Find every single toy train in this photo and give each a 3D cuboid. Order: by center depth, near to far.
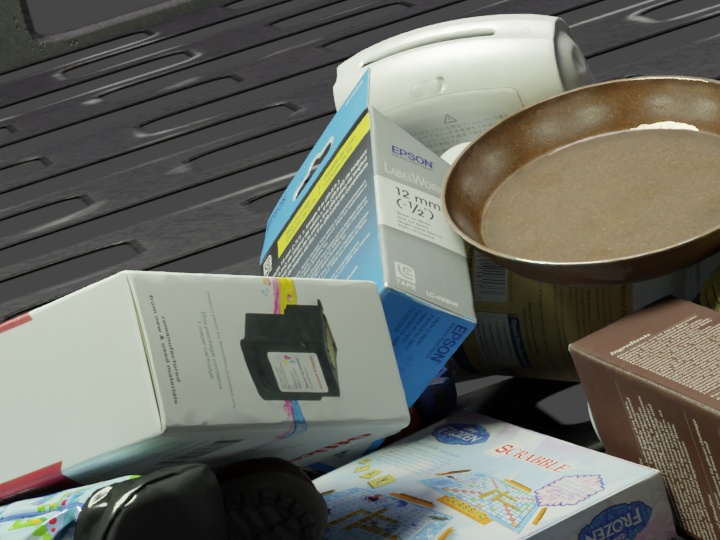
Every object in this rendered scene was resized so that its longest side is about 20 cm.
[{"bbox_3d":[0.013,0.099,1.535,0.046,0.034,0.200,-3,20,27],"label":"toy train"}]

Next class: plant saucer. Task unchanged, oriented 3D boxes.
[{"bbox_3d":[0.146,-0.046,1.423,0.200,0.035,0.200,-11,30,6],"label":"plant saucer"}]

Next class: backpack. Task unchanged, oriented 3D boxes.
[{"bbox_3d":[-0.155,0.178,1.194,0.153,0.164,0.200,-9,3,-34],"label":"backpack"}]

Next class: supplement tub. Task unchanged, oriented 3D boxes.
[{"bbox_3d":[0.144,-0.003,1.529,0.200,0.145,0.145,4,22,23],"label":"supplement tub"}]

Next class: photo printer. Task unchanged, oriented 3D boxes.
[{"bbox_3d":[0.084,-0.081,1.637,0.166,0.200,0.070,-11,46,22],"label":"photo printer"}]

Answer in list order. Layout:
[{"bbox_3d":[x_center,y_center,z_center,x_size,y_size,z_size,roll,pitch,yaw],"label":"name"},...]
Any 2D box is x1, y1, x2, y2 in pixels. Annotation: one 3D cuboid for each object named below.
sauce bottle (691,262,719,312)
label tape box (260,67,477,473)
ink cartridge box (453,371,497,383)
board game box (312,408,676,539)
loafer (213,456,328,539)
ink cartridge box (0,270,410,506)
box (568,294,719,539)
[{"bbox_3d":[0.217,0.020,1.376,0.065,0.065,0.200,-31,-20,-44],"label":"sauce bottle"},{"bbox_3d":[0.000,0.000,1.479,0.066,0.143,0.200,22,37,-20],"label":"label tape box"},{"bbox_3d":[0.123,0.015,1.711,0.197,0.047,0.200,-13,14,12],"label":"ink cartridge box"},{"bbox_3d":[0.030,0.144,1.343,0.199,0.041,0.200,-23,17,-23],"label":"board game box"},{"bbox_3d":[-0.099,0.140,1.307,0.200,0.073,0.071,-28,30,29],"label":"loafer"},{"bbox_3d":[-0.094,0.061,1.273,0.146,0.083,0.200,-22,-14,33],"label":"ink cartridge box"},{"bbox_3d":[0.191,0.086,1.279,0.075,0.100,0.200,-27,19,-17],"label":"box"}]
